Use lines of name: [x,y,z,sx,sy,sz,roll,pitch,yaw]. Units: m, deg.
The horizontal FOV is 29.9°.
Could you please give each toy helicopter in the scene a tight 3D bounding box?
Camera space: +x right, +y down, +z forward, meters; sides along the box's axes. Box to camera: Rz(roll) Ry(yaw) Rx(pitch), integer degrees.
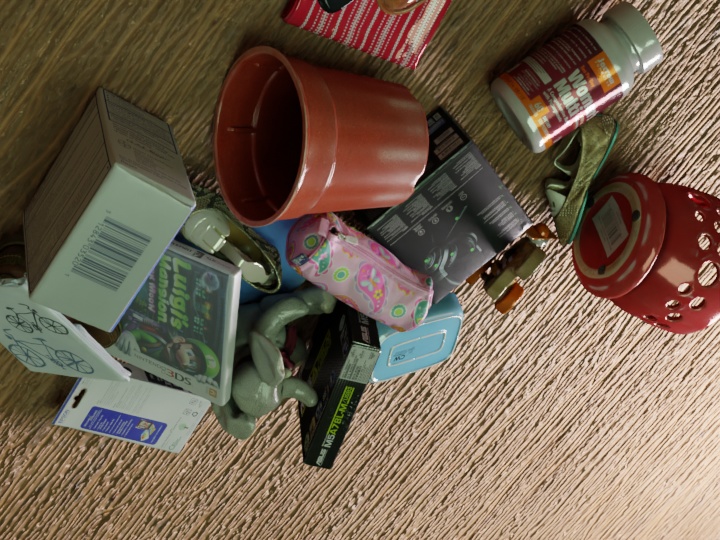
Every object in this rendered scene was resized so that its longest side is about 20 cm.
toy helicopter: [0.218,-0.015,1.803,0.079,0.200,0.132,42,86,-3]

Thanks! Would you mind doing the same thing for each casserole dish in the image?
casserole dish: [0.069,0.098,1.873,0.199,0.039,0.122,-13,133,-32]

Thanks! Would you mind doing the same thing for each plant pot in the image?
plant pot: [-0.039,-0.150,1.565,0.194,0.201,0.202,-1,125,-37]
plant pot: [0.404,-0.028,1.872,0.181,0.201,0.201,16,116,-27]

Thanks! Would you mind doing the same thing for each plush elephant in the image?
plush elephant: [-0.117,0.120,1.711,0.199,0.156,0.165,3,142,-32]

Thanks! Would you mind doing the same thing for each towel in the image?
towel: [0.019,-0.321,1.565,0.199,0.023,0.145,14,118,-34]

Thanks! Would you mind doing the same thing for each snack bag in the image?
snack bag: [-0.384,0.063,1.564,0.200,0.188,0.021,51,55,-38]

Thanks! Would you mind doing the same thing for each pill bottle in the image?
pill bottle: [0.272,-0.245,1.693,0.199,0.110,0.110,-34,133,1]

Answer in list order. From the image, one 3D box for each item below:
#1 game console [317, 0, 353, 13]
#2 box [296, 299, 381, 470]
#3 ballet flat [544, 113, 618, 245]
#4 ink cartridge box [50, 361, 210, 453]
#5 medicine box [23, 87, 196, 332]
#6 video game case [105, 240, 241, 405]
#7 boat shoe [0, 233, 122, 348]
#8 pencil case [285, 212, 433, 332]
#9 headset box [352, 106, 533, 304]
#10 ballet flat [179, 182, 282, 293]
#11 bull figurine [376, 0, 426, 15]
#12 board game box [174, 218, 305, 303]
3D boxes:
game console: [-0.008,-0.403,1.459,0.177,0.031,0.201,-38,127,-8]
box: [-0.032,0.123,1.762,0.047,0.194,0.201,13,120,-16]
ballet flat: [0.287,-0.128,1.833,0.065,0.071,0.201,15,117,-4]
ink cartridge box: [-0.301,0.175,1.770,0.199,0.039,0.100,21,113,-38]
medicine box: [-0.281,-0.069,1.480,0.103,0.200,0.183,26,110,-28]
video game case: [-0.231,0.051,1.634,0.023,0.181,0.201,-44,150,-50]
boat shoe: [-0.363,0.044,1.605,0.072,0.068,0.200,-25,131,25]
pencil case: [0.000,0.000,1.654,0.200,0.088,0.088,34,106,-31]
headset box: [0.104,-0.078,1.746,0.174,0.093,0.200,-40,133,5]
ballet flat: [-0.157,-0.034,1.604,0.068,0.075,0.200,-39,132,12]
bull figurine: [0.052,-0.378,1.449,0.121,0.065,0.201,-16,123,-20]
board game box: [-0.151,-0.030,1.692,0.198,0.039,0.159,-6,132,-16]
